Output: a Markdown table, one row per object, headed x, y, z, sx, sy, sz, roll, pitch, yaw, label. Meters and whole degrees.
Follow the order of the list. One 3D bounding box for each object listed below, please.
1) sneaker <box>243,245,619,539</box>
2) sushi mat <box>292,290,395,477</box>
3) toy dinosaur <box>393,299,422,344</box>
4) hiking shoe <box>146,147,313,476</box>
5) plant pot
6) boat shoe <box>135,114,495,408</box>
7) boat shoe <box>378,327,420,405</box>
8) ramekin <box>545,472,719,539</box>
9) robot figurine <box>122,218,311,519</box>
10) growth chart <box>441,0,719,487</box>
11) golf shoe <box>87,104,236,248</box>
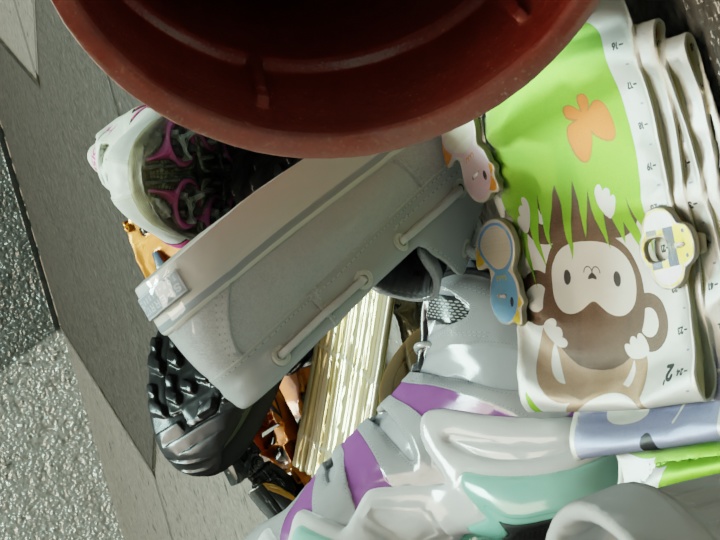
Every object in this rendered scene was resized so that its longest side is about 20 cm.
| x | y | z | sx | sy | sz | roll | pitch | yaw | label |
| --- | --- | --- | --- | --- | --- | --- | --- | --- | --- |
| 0.033 | 0.050 | 1.034 | 0.078 | 0.199 | 0.141 | 26 | -125 | -46 | sneaker |
| 0.000 | 0.000 | 1.183 | 0.096 | 0.012 | 0.201 | -157 | 75 | -69 | sushi mat |
| 0.015 | -0.033 | 1.247 | 0.088 | 0.047 | 0.201 | 111 | 145 | -82 | toy dinosaur |
| -0.030 | 0.020 | 1.274 | 0.075 | 0.201 | 0.101 | -5 | 141 | 39 | hiking shoe |
| -0.022 | -0.166 | 0.921 | 0.195 | 0.200 | 0.202 | -112 | 10 | -65 | plant pot |
| 0.008 | -0.019 | 0.986 | 0.069 | 0.200 | 0.072 | 55 | 137 | -2 | boat shoe |
| 0.082 | 0.092 | 1.074 | 0.065 | 0.072 | 0.200 | 35 | -174 | -43 | boat shoe |
| 0.136 | 0.145 | 0.774 | 0.200 | 0.104 | 0.201 | 163 | 90 | -79 | ramekin |
| -0.048 | 0.047 | 1.479 | 0.201 | 0.058 | 0.145 | 61 | -153 | 4 | robot figurine |
| 0.084 | -0.006 | 0.904 | 0.145 | 0.018 | 0.201 | -30 | 75 | 51 | growth chart |
| -0.096 | -0.048 | 1.353 | 0.200 | 0.092 | 0.073 | -23 | -72 | -76 | golf shoe |
